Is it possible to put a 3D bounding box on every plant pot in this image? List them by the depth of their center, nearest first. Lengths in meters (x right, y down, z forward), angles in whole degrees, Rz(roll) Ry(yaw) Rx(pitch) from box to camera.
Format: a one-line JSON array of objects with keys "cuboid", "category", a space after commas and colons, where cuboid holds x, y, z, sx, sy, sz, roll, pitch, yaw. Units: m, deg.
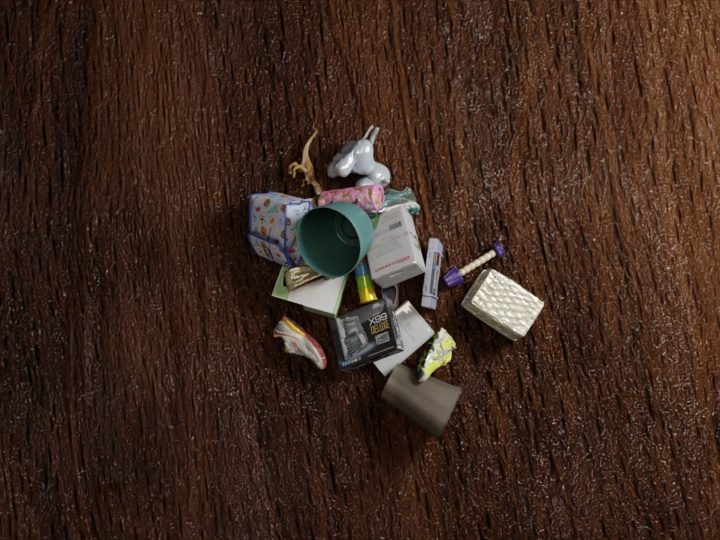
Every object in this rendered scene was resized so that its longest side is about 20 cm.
[{"cuboid": [-0.054, -0.101, 1.540, 0.199, 0.161, 0.202, 10, 115, 24], "category": "plant pot"}]

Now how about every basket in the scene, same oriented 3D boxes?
[{"cuboid": [0.170, 0.367, 1.590, 0.199, 0.180, 0.137, 26, 128, 11], "category": "basket"}, {"cuboid": [0.418, 0.100, 1.613, 0.199, 0.123, 0.136, 34, 86, 6], "category": "basket"}]

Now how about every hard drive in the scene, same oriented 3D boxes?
[{"cuboid": [0.107, 0.204, 1.655, 0.200, 0.027, 0.132, -40, 94, -2], "category": "hard drive"}]

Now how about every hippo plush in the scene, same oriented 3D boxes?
[{"cuboid": [0.013, -0.316, 1.681, 0.200, 0.159, 0.161, -42, 111, 5], "category": "hippo plush"}]

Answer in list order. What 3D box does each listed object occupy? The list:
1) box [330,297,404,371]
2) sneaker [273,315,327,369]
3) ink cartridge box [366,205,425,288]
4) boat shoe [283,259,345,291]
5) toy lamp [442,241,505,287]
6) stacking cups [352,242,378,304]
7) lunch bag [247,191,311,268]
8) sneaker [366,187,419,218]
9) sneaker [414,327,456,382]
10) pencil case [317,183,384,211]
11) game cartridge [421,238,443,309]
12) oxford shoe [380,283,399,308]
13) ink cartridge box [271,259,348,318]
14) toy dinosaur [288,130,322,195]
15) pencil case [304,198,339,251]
[{"cuboid": [0.018, 0.189, 1.601, 0.199, 0.050, 0.159, -24, 64, 24], "category": "box"}, {"cuboid": [-0.180, 0.229, 1.656, 0.200, 0.078, 0.082, 41, 91, 15], "category": "sneaker"}, {"cuboid": [0.094, -0.068, 1.607, 0.144, 0.084, 0.201, -23, 58, 19], "category": "ink cartridge box"}, {"cuboid": [-0.124, 0.014, 1.618, 0.198, 0.073, 0.063, -12, 75, -3], "category": "boat shoe"}, {"cuboid": [0.342, -0.014, 1.661, 0.199, 0.058, 0.058, -30, 84, 0], "category": "toy lamp"}, {"cuboid": [0.000, 0.000, 1.675, 0.060, 0.061, 0.201, -16, 81, 1], "category": "stacking cups"}, {"cuboid": [-0.245, -0.119, 1.626, 0.169, 0.123, 0.202, 20, 114, 37], "category": "lunch bag"}, {"cuboid": [0.079, -0.207, 1.692, 0.198, 0.078, 0.092, -7, 68, -2], "category": "sneaker"}, {"cuboid": [0.223, 0.251, 1.591, 0.076, 0.075, 0.200, 38, 50, 1], "category": "sneaker"}, {"cuboid": [-0.029, -0.206, 1.627, 0.199, 0.083, 0.087, -4, 127, 24], "category": "pencil case"}, {"cuboid": [0.215, 0.013, 1.626, 0.038, 0.130, 0.202, 6, 85, 12], "category": "game cartridge"}, {"cuboid": [0.092, 0.024, 1.658, 0.071, 0.073, 0.202, -4, 84, 2], "category": "oxford shoe"}, {"cuboid": [-0.150, 0.047, 1.660, 0.199, 0.048, 0.146, 15, 67, 5], "category": "ink cartridge box"}, {"cuboid": [-0.172, -0.328, 1.721, 0.106, 0.060, 0.202, -12, 89, -23], "category": "toy dinosaur"}, {"cuboid": [-0.131, -0.122, 1.674, 0.083, 0.091, 0.201, -26, 85, -37], "category": "pencil case"}]
